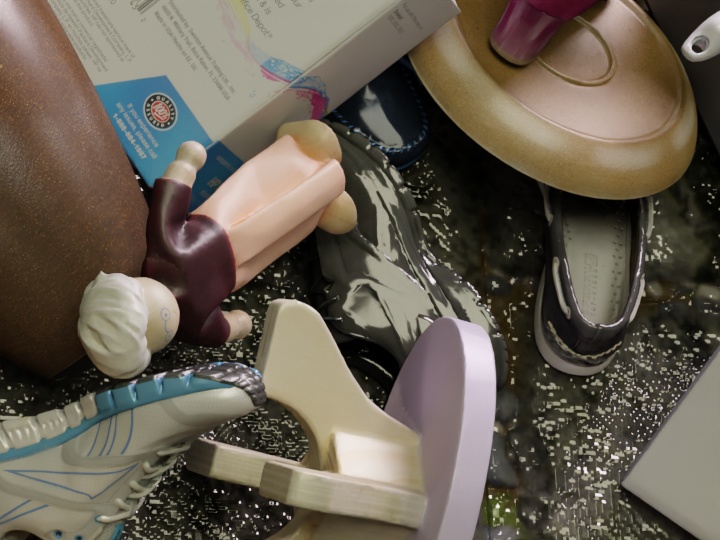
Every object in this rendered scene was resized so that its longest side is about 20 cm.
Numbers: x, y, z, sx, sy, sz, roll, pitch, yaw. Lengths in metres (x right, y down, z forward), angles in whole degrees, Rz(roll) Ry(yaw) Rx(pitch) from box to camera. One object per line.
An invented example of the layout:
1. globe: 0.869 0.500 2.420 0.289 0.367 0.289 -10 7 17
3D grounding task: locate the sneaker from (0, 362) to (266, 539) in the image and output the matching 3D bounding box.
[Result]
1. sneaker: -0.130 0.106 1.467 0.075 0.199 0.087 -1 73 -63

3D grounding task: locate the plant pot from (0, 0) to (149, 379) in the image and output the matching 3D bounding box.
1. plant pot: -0.200 -0.047 1.505 0.200 0.187 0.187 50 63 -8

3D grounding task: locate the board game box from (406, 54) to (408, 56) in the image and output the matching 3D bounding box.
1. board game box: 0.038 -0.180 1.685 0.200 0.030 0.095 48 47 11

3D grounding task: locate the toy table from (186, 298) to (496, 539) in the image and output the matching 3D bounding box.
1. toy table: -0.013 0.114 1.481 0.117 0.184 0.201 14 76 -20

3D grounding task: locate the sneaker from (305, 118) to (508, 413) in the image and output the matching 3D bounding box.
1. sneaker: 0.000 0.000 1.585 0.091 0.076 0.200 -31 75 -17

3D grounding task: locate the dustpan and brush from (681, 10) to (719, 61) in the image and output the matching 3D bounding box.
1. dustpan and brush: 0.262 -0.180 1.616 0.200 0.057 0.140 -34 77 -32

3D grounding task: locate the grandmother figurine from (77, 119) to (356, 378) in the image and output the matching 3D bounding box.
1. grandmother figurine: -0.080 -0.010 1.479 0.200 0.060 0.122 -43 120 -41

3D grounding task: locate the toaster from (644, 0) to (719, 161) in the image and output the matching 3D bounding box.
1. toaster: 0.287 -0.158 1.703 0.180 0.119 0.201 -16 71 -21

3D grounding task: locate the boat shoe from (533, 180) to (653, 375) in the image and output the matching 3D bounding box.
1. boat shoe: 0.138 -0.040 1.643 0.073 0.060 0.201 13 64 -8

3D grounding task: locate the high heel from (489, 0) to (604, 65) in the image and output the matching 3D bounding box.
1. high heel: 0.136 -0.203 1.635 0.067 0.096 0.200 38 41 5

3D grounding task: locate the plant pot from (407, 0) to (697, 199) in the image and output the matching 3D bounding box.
1. plant pot: 0.118 -0.126 1.643 0.199 0.028 0.201 18 42 -17

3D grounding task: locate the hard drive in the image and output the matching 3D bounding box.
1. hard drive: 0.266 0.127 1.574 0.200 0.132 0.026 35 23 2

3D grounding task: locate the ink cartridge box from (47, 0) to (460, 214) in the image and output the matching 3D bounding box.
1. ink cartridge box: -0.065 -0.150 1.571 0.200 0.085 0.145 -37 71 6

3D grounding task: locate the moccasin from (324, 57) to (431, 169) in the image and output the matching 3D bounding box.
1. moccasin: -0.031 -0.145 1.640 0.080 0.068 0.200 -37 80 -25
